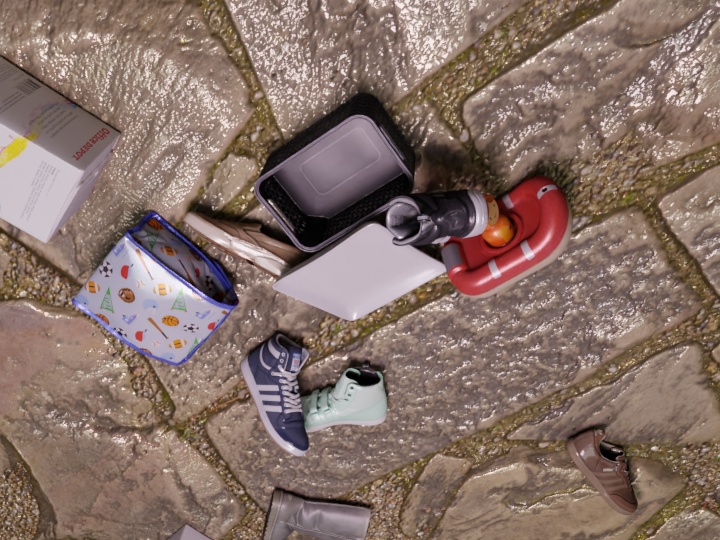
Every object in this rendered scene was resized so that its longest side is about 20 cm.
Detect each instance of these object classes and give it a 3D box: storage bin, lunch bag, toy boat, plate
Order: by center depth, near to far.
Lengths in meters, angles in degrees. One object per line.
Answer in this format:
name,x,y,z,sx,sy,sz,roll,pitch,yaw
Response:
toy boat,0.191,-0.061,1.017,0.200,0.131,0.131,-32,134,21
storage bin,-0.033,-0.137,1.027,0.200,0.094,0.135,-30,114,20
plate,0.000,0.000,1.095,0.200,0.032,0.199,-31,146,27
lunch bag,-0.312,0.039,1.145,0.200,0.124,0.170,41,116,-9

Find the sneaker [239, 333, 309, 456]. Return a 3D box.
sneaker,-0.119,0.197,1.200,0.108,0.200,0.070,-43,152,20

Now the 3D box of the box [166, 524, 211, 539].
box,-0.387,0.647,1.533,0.124,0.098,0.200,39,118,-17

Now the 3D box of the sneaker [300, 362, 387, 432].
sneaker,-0.054,0.211,1.248,0.200,0.074,0.119,-4,128,-3

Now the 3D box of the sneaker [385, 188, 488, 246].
sneaker,0.079,-0.072,0.983,0.113,0.200,0.076,-7,92,-21

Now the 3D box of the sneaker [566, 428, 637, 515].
sneaker,0.450,0.359,1.291,0.075,0.071,0.200,-36,112,23

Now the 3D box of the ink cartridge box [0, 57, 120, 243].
ink cartridge box,-0.474,-0.168,1.021,0.200,0.145,0.145,32,119,-13

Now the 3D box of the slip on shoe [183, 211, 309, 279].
slip on shoe,-0.173,-0.046,1.118,0.200,0.076,0.061,28,80,-2

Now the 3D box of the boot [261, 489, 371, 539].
boot,-0.091,0.519,1.451,0.199,0.073,0.182,12,124,-9
